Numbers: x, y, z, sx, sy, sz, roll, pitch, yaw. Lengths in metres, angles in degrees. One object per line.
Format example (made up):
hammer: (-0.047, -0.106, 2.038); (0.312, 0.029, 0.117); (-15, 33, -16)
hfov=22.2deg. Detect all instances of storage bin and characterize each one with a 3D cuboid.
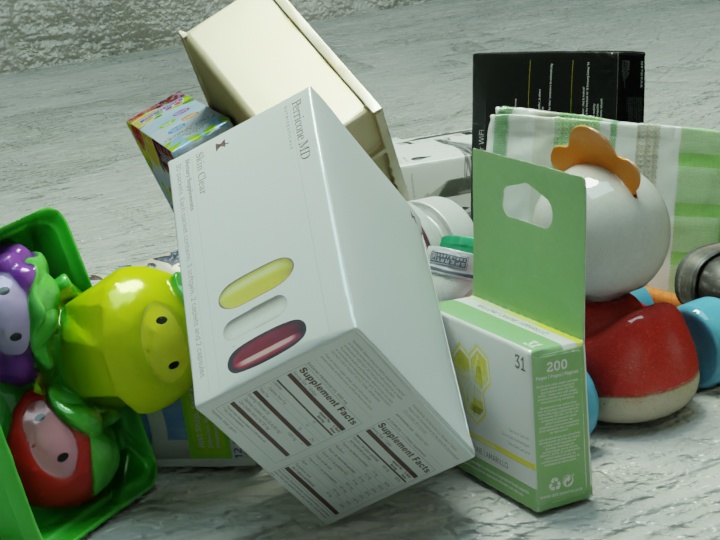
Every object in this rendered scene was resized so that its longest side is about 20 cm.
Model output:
storage bin: (-0.050, -0.114, 1.597); (0.093, 0.199, 0.200); (-33, 55, -9)

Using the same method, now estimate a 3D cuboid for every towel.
towel: (0.197, -0.050, 1.492); (0.198, 0.151, 0.031); (7, 8, 14)

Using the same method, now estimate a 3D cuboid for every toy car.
toy car: (0.154, -0.006, 1.270); (0.183, 0.202, 0.176); (-16, 21, -34)

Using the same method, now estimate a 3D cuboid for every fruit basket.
fruit basket: (-0.181, 0.061, 1.175); (0.214, 0.217, 0.155); (1, 16, 27)

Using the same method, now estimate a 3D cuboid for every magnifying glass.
magnifying glass: (0.159, 0.006, 1.458); (0.198, 0.023, 0.080); (13, -8, 3)

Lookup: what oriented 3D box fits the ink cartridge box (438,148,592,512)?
ink cartridge box: (0.090, 0.034, 1.158); (0.048, 0.202, 0.145); (-10, 15, -24)

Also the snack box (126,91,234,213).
snack box: (-0.132, -0.065, 1.680); (0.067, 0.169, 0.200); (-30, 21, -9)

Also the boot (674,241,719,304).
boot: (0.357, 0.015, 1.402); (0.199, 0.070, 0.174); (-20, 25, -29)

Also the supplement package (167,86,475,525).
supplement package: (-0.026, 0.021, 1.134); (0.110, 0.156, 0.201); (-26, 47, 15)

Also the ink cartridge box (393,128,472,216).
ink cartridge box: (0.084, -0.087, 1.841); (0.198, 0.084, 0.147); (-10, 14, -9)

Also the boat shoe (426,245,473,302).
boat shoe: (0.096, 0.031, 1.415); (0.070, 0.070, 0.200); (12, -4, 22)

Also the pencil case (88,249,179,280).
pencil case: (-0.199, 0.028, 1.545); (0.199, 0.078, 0.089); (-15, 38, -27)

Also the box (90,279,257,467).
box: (-0.155, 0.071, 1.301); (0.198, 0.113, 0.101); (-2, 17, 19)

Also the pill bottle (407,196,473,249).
pill bottle: (0.000, 0.000, 1.493); (0.109, 0.111, 0.199); (8, 16, 44)

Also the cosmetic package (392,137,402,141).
cosmetic package: (-0.025, -0.095, 1.988); (0.198, 0.052, 0.151); (-11, 18, -16)

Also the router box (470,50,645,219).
router box: (0.166, -0.086, 1.562); (0.148, 0.202, 0.051); (6, 7, 38)
